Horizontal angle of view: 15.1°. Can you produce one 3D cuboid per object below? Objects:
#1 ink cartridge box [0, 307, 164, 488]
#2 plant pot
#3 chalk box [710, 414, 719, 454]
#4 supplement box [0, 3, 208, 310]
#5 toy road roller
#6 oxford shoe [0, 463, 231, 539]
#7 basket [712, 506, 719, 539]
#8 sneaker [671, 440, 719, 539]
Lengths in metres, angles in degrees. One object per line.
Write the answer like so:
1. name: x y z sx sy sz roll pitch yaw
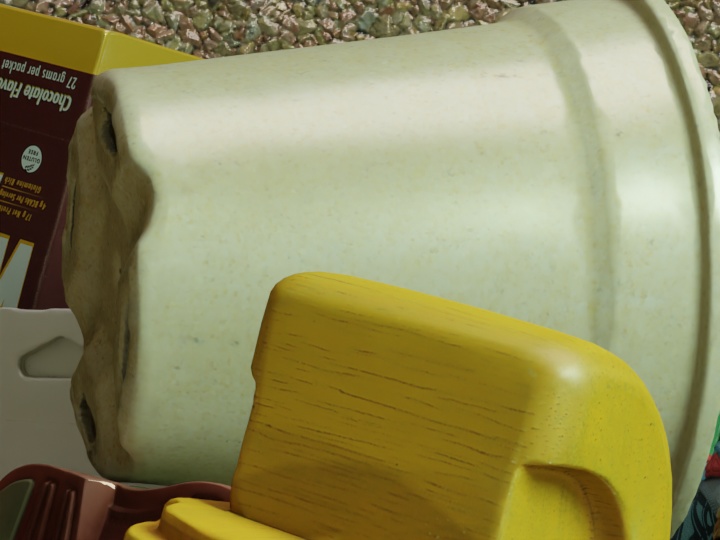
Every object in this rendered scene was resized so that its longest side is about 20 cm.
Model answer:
1. ink cartridge box: -0.055 0.066 1.077 0.145 0.084 0.200 -1 -7 37
2. plant pot: 0.000 0.000 0.902 0.182 0.202 0.200 0 6 -16
3. chalk box: 0.157 0.106 1.393 0.124 0.125 0.199 17 4 43
4. supplement box: -0.121 -0.005 1.248 0.132 0.201 0.197 16 2 39
5. toy road roller: 0.027 0.083 0.611 0.122 0.147 0.200 16 2 34
6. oxford shoe: -0.037 0.100 0.824 0.075 0.071 0.200 16 1 -40
7. basket: 0.198 0.127 0.727 0.148 0.144 0.200 13 3 -31
8. sneaker: 0.148 0.129 1.103 0.079 0.096 0.200 34 -9 1
